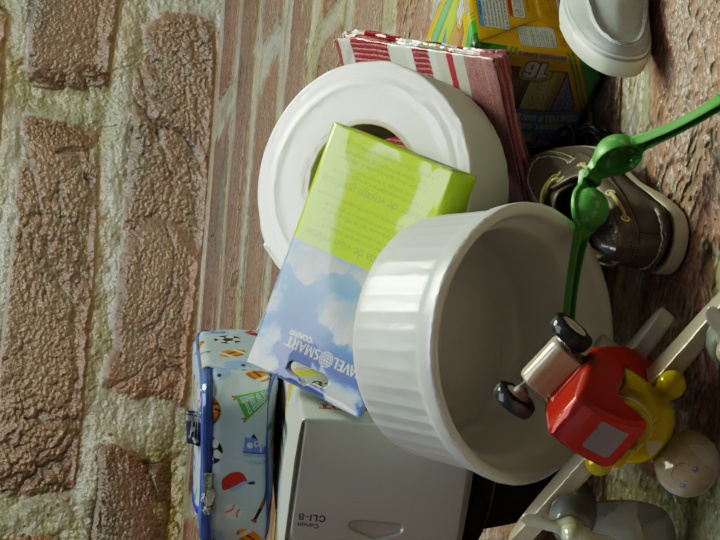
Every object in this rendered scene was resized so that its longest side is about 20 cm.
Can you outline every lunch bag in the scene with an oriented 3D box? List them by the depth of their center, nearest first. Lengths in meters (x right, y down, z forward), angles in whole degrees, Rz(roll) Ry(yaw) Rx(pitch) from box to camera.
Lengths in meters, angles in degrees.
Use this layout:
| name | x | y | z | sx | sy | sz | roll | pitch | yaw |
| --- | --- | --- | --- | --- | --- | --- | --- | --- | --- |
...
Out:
| name | x | y | z | sx | sy | sz | roll | pitch | yaw |
| --- | --- | --- | --- | --- | --- | --- | --- | --- | --- |
| lunch bag | -0.111 | 0.144 | 1.670 | 0.200 | 0.075 | 0.161 | -101 | 13 | -74 |

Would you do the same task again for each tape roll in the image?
| name | x | y | z | sx | sy | sz | roll | pitch | yaw |
| --- | --- | --- | --- | --- | --- | --- | --- | --- | --- |
| tape roll | 0.016 | -0.064 | 1.572 | 0.071 | 0.201 | 0.204 | 10 | -95 | -60 |

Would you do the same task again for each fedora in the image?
| name | x | y | z | sx | sy | sz | roll | pitch | yaw |
| --- | --- | --- | --- | --- | --- | --- | --- | --- | --- |
| fedora | 0.121 | 0.157 | 1.635 | 0.201 | 0.091 | 0.202 | -175 | 90 | -83 |

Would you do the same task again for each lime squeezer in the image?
| name | x | y | z | sx | sy | sz | roll | pitch | yaw |
| --- | --- | --- | --- | --- | --- | --- | --- | --- | --- |
| lime squeezer | 0.186 | -0.052 | 1.408 | 0.201 | 0.070 | 0.038 | -55 | -26 | 3 |

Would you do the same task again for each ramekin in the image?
| name | x | y | z | sx | sy | sz | roll | pitch | yaw |
| --- | --- | --- | --- | --- | --- | --- | --- | --- | --- |
| ramekin | 0.086 | 0.050 | 1.419 | 0.097 | 0.200 | 0.202 | 3 | 87 | 45 |

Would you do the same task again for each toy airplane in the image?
| name | x | y | z | sx | sy | sz | roll | pitch | yaw |
| --- | --- | --- | --- | --- | --- | --- | --- | --- | --- |
| toy airplane | 0.189 | 0.098 | 1.325 | 0.141 | 0.199 | 0.200 | 44 | 152 | 18 |

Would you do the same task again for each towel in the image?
| name | x | y | z | sx | sy | sz | roll | pitch | yaw |
| --- | --- | --- | --- | --- | --- | --- | --- | --- | --- |
| towel | 0.064 | -0.127 | 1.642 | 0.199 | 0.023 | 0.145 | 16 | 128 | 47 |

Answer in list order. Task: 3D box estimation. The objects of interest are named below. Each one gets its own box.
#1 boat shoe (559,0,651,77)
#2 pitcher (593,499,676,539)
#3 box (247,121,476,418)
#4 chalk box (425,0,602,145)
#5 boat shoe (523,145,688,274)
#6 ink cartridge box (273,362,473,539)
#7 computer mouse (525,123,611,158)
| name | x | y | z | sx | sy | sz | roll | pitch | yaw |
| --- | --- | --- | --- | --- | --- | --- | --- | --- | --- |
| boat shoe | 0.196 | -0.239 | 1.551 | 0.072 | 0.070 | 0.202 | 105 | 167 | -45 |
| pitcher | 0.183 | 0.281 | 1.325 | 0.200 | 0.120 | 0.173 | -88 | -4 | -62 |
| box | 0.000 | 0.000 | 1.506 | 0.121 | 0.048 | 0.201 | 24 | 97 | 30 |
| chalk box | 0.121 | -0.163 | 1.707 | 0.201 | 0.123 | 0.125 | 112 | 159 | -47 |
| boat shoe | 0.175 | -0.051 | 1.500 | 0.200 | 0.059 | 0.072 | 43 | 124 | 57 |
| ink cartridge box | 0.006 | 0.143 | 1.600 | 0.200 | 0.144 | 0.146 | -103 | 19 | -65 |
| computer mouse | 0.165 | -0.014 | 1.612 | 0.138 | 0.052 | 0.202 | -12 | 69 | 53 |
